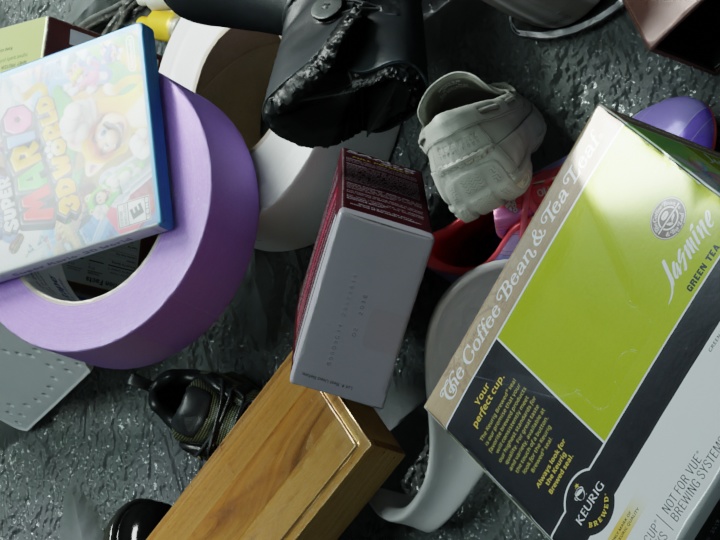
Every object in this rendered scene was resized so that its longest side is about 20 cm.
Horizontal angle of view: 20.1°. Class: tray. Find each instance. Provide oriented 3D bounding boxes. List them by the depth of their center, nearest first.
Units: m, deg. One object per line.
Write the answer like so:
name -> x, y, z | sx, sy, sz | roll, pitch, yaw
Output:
tray -> -0.064, 0.152, 1.272 | 0.200, 0.037, 0.099 | -52, 48, 16

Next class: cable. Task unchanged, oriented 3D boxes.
cable -> -0.180, -0.211, 1.593 | 0.199, 0.050, 0.098 | -8, 72, 44

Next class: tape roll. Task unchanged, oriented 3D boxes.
tape roll -> -0.169, -0.038, 1.379 | 0.198, 0.066, 0.202 | -7, 74, 26
tape roll -> -0.061, -0.118, 1.427 | 0.201, 0.070, 0.205 | -15, 69, 43

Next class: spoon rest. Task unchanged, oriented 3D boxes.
spoon rest -> 0.067, 0.081, 1.227 | 0.061, 0.099, 0.201 | -108, 39, -58

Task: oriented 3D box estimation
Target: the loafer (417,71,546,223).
loafer -> 0.070, -0.088, 1.211 | 0.069, 0.200, 0.070 | -27, 102, 10

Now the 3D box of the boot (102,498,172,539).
boot -> -0.082, 0.212, 1.347 | 0.158, 0.079, 0.212 | -48, 59, 36

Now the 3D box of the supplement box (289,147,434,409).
supplement box -> 0.000, 0.000, 1.250 | 0.200, 0.060, 0.110 | -93, 19, -75

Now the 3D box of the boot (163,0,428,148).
boot -> -0.048, -0.152, 1.281 | 0.198, 0.077, 0.169 | -6, 45, 16

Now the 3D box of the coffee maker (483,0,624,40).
coffee maker -> 0.063, -0.253, 1.234 | 0.134, 0.199, 0.193 | -37, 54, 33

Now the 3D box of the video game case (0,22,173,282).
video game case -> -0.219, -0.071, 1.366 | 0.198, 0.018, 0.145 | -16, 71, 24

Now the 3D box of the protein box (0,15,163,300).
protein box -> -0.259, -0.068, 1.576 | 0.197, 0.134, 0.202 | -6, 74, 45

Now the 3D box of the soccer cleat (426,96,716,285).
soccer cleat -> 0.123, -0.042, 1.203 | 0.199, 0.076, 0.067 | -34, 56, 37

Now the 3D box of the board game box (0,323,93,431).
board game box -> -0.310, 0.042, 1.528 | 0.200, 0.199, 0.026 | -37, 26, 60

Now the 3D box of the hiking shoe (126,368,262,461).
hiking shoe -> -0.076, 0.115, 1.355 | 0.199, 0.100, 0.076 | 18, 93, 48

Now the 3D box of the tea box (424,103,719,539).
tea box -> 0.172, 0.053, 1.081 | 0.197, 0.133, 0.201 | 45, 112, 43

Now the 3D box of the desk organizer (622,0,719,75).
desk organizer -> 0.232, -0.207, 1.137 | 0.200, 0.071, 0.077 | -44, 53, 30
